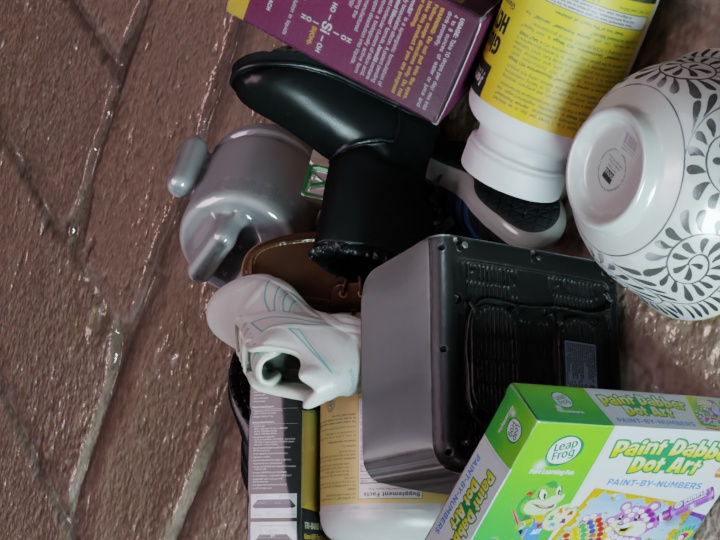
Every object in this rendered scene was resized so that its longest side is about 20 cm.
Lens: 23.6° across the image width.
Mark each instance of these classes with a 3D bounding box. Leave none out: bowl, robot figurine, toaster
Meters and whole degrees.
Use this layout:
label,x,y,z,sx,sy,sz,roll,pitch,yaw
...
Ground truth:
label,x,y,z,sx,sy,sz,roll,pitch,yaw
bowl,0.210,-0.067,1.236,0.200,0.094,0.202,-13,74,56
robot figurine,-0.095,-0.057,1.553,0.113,0.169,0.200,-46,17,35
toaster,0.104,0.084,1.298,0.118,0.180,0.201,-22,65,55

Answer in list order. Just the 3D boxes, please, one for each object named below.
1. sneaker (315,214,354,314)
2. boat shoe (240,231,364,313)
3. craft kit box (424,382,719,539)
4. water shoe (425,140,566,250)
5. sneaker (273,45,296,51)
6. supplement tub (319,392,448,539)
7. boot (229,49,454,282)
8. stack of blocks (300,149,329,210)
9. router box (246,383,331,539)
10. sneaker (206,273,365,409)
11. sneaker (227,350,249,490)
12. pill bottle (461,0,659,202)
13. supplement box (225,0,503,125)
label,x,y,z,sx,sy,sz,roll,pitch,yaw
sneaker,-0.049,0.005,1.631,0.070,0.093,0.201,48,124,50
boat shoe,0.000,0.001,1.449,0.068,0.199,0.073,135,140,-76
craft kit box,0.149,0.169,1.192,0.049,0.199,0.198,54,130,46
water shoe,0.111,-0.044,1.430,0.200,0.071,0.079,-133,37,-57
sneaker,-0.045,-0.163,1.613,0.075,0.200,0.080,-11,83,12
supplement tub,0.038,0.153,1.419,0.145,0.145,0.201,-15,72,56
boot,-0.018,-0.078,1.388,0.073,0.197,0.163,-38,42,57
stack of blocks,0.009,-0.148,1.515,0.114,0.059,0.201,12,82,21
router box,-0.038,0.168,1.499,0.052,0.200,0.158,-4,79,19
sneaker,-0.069,0.055,1.372,0.200,0.080,0.071,19,124,46
sneaker,-0.100,0.171,1.704,0.088,0.075,0.201,-57,40,44
pill bottle,0.151,-0.160,1.329,0.112,0.112,0.201,47,123,50
supplement box,0.015,-0.224,1.385,0.199,0.131,0.104,29,123,8
